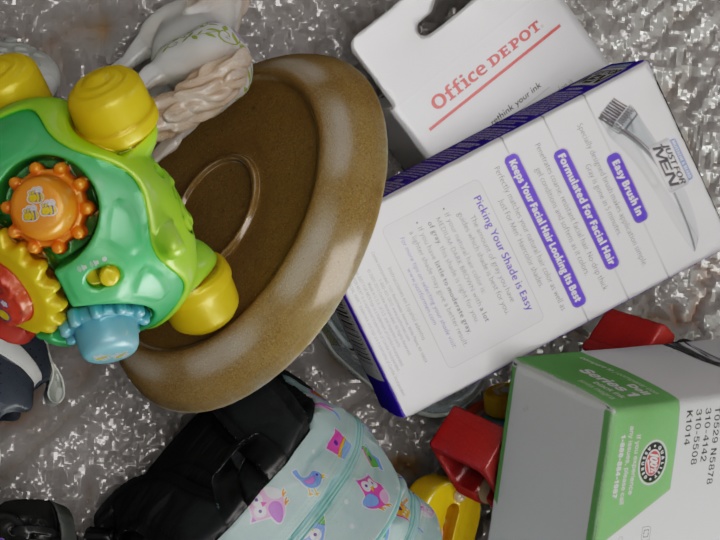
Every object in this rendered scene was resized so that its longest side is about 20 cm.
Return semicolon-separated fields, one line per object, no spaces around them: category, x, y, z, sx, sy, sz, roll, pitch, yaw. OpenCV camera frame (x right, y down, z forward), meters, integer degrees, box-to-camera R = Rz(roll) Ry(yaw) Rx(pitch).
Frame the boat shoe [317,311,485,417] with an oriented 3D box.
boat shoe;0.001;-0.002;1.316;0.074;0.065;0.202;-37;102;-11

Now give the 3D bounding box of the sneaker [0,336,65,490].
sneaker;-0.243;0.072;1.245;0.199;0.079;0.130;-28;90;-23

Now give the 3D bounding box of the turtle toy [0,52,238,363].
turtle toy;-0.158;-0.020;1.160;0.101;0.200;0.146;-46;129;-32

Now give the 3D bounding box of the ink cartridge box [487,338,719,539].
ink cartridge box;0.169;0.117;1.265;0.200;0.084;0.146;-4;108;-36

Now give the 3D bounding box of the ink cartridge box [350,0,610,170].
ink cartridge box;0.085;-0.077;1.336;0.116;0.067;0.200;-38;101;-10

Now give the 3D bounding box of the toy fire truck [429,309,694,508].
toy fire truck;0.140;0.102;1.325;0.200;0.049;0.141;44;75;-37

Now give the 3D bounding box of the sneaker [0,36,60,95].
sneaker;-0.252;-0.072;1.252;0.200;0.076;0.081;-11;106;-10

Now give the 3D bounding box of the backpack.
backpack;-0.044;0.125;1.239;0.127;0.200;0.167;37;82;-13

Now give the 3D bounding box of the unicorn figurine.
unicorn figurine;-0.098;-0.116;1.263;0.137;0.200;0.074;-43;128;5

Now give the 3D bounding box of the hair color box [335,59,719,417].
hair color box;0.080;-0.018;1.271;0.200;0.065;0.109;-27;99;-8

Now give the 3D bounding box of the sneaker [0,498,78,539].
sneaker;-0.165;0.166;1.230;0.100;0.200;0.070;-64;149;-14

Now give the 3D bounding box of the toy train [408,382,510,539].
toy train;0.073;0.151;1.351;0.150;0.056;0.200;46;71;-34

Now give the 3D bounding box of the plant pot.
plant pot;-0.067;-0.025;1.232;0.027;0.200;0.200;29;84;-36
